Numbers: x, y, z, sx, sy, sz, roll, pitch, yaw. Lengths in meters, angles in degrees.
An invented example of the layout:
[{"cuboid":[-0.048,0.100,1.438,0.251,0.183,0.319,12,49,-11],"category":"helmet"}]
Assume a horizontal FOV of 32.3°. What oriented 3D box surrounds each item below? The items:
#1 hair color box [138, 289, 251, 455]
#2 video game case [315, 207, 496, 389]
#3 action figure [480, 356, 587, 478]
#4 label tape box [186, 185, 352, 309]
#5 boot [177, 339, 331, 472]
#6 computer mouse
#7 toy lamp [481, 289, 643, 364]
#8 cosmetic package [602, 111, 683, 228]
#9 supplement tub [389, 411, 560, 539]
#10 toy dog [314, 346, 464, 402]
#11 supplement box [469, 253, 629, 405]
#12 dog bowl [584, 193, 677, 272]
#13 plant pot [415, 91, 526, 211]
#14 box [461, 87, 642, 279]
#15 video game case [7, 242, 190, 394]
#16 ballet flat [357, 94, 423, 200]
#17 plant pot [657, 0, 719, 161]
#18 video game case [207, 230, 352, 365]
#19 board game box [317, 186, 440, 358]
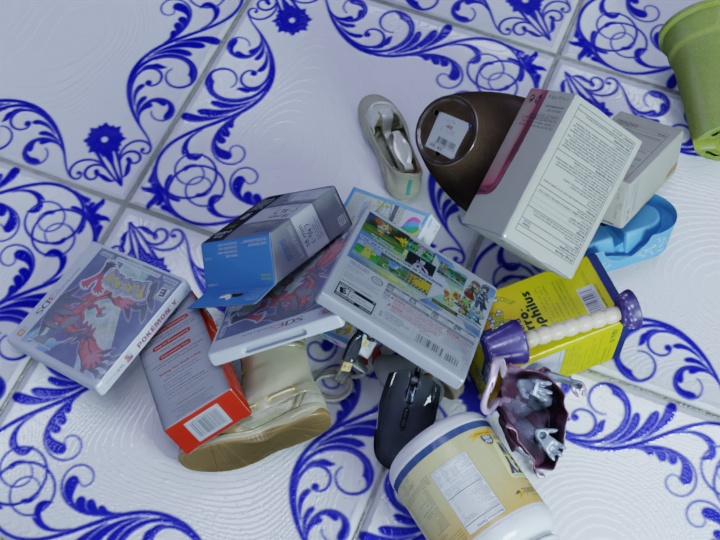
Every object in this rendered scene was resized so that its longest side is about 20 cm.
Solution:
[{"cuboid":[-0.218,0.126,1.582,0.101,0.061,0.200,-31,44,2],"category":"hair color box"},{"cuboid":[0.060,0.030,1.509,0.199,0.022,0.183,32,41,-4],"category":"video game case"},{"cuboid":[0.194,0.178,1.530,0.148,0.200,0.135,21,90,-5],"category":"action figure"},{"cuboid":[-0.128,-0.031,1.600,0.144,0.064,0.200,-6,25,45],"category":"label tape box"},{"cuboid":[-0.149,0.163,1.602,0.199,0.073,0.156,-21,53,2],"category":"boot"},{"cuboid":[0.033,0.158,1.540,0.139,0.201,0.046,19,20,5],"category":"computer mouse"},{"cuboid":[0.246,0.072,1.534,0.199,0.058,0.059,-17,60,-10],"category":"toy lamp"},{"cuboid":[0.363,-0.143,1.730,0.105,0.072,0.200,23,38,27],"category":"cosmetic package"},{"cuboid":[0.140,0.286,1.483,0.144,0.145,0.201,-27,63,-15],"category":"supplement tub"},{"cuboid":[0.038,0.119,1.610,0.199,0.097,0.132,19,61,12],"category":"toy dog"},{"cuboid":[0.236,0.078,1.626,0.199,0.109,0.110,-20,61,-11],"category":"supplement box"},{"cuboid":[0.339,-0.047,1.715,0.199,0.050,0.112,-16,39,-14],"category":"dog bowl"},{"cuboid":[0.161,-0.165,1.677,0.186,0.200,0.189,-5,80,31],"category":"plant pot"},{"cuboid":[0.242,-0.112,1.577,0.127,0.109,0.201,29,89,-28],"category":"box"},{"cuboid":[-0.346,0.057,1.639,0.199,0.023,0.183,20,62,37],"category":"video game case"},{"cuboid":[0.046,-0.196,1.817,0.069,0.070,0.201,-16,60,-9],"category":"ballet flat"},{"cuboid":[0.538,-0.266,1.798,0.199,0.201,0.186,0,71,0],"category":"plant pot"},{"cuboid":[-0.089,0.030,1.562,0.181,0.023,0.200,-18,28,20],"category":"video game case"},{"cuboid":[0.000,0.000,1.623,0.134,0.034,0.201,22,77,35],"category":"board game box"}]
